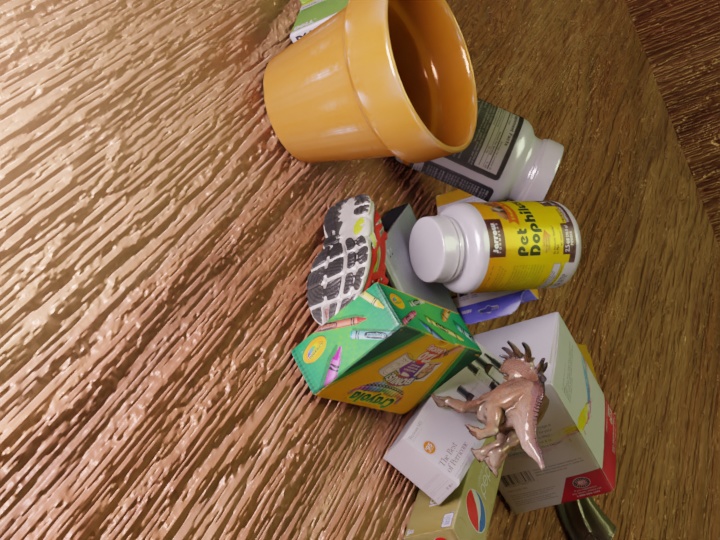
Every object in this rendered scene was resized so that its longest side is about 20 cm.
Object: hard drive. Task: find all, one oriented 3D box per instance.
[{"bbox_3d":[0.069,0.035,1.552,0.201,0.033,0.140,65,26,-16],"label":"hard drive"}]

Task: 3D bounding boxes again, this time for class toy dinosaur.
[{"bbox_3d":[0.167,0.141,1.364,0.086,0.135,0.200,57,-8,-15],"label":"toy dinosaur"}]

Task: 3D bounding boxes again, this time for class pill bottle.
[{"bbox_3d":[0.152,-0.157,1.636,0.199,0.117,0.117,24,35,0],"label":"pill bottle"},{"bbox_3d":[0.162,-0.029,1.543,0.199,0.109,0.110,-3,74,-30],"label":"pill bottle"}]

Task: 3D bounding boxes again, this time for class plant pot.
[{"bbox_3d":[0.002,-0.202,1.385,0.200,0.182,0.202,33,50,-50],"label":"plant pot"}]

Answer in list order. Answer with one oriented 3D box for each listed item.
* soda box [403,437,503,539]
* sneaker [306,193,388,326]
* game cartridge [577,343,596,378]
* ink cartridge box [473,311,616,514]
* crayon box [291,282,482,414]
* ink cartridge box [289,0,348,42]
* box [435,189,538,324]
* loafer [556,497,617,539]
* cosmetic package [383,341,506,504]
[{"bbox_3d":[0.111,0.258,1.459,0.068,0.064,0.200,61,28,-22],"label":"soda box"},{"bbox_3d":[0.000,0.000,1.384,0.085,0.077,0.201,55,31,-31],"label":"sneaker"},{"bbox_3d":[0.337,0.201,1.994,0.200,0.032,0.178,11,65,-64],"label":"game cartridge"},{"bbox_3d":[0.226,0.183,1.642,0.201,0.144,0.145,58,29,-29],"label":"ink cartridge box"},{"bbox_3d":[0.031,0.086,1.332,0.200,0.119,0.058,21,34,-59],"label":"crayon box"},{"bbox_3d":[-0.017,-0.314,1.468,0.200,0.147,0.076,55,30,-31],"label":"ink cartridge box"},{"bbox_3d":[0.167,-0.022,1.684,0.041,0.118,0.201,39,42,-54],"label":"box"},{"bbox_3d":[0.337,0.367,1.836,0.075,0.069,0.201,-29,100,-64],"label":"loafer"},{"bbox_3d":[0.108,0.166,1.448,0.082,0.051,0.200,37,43,2],"label":"cosmetic package"}]
